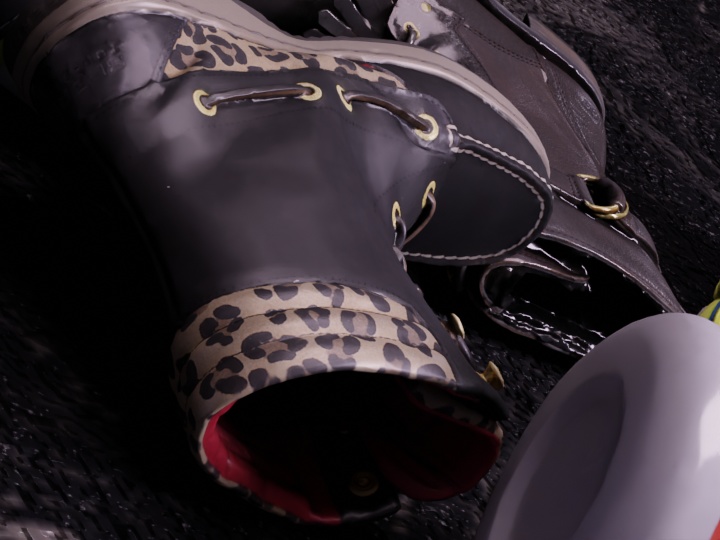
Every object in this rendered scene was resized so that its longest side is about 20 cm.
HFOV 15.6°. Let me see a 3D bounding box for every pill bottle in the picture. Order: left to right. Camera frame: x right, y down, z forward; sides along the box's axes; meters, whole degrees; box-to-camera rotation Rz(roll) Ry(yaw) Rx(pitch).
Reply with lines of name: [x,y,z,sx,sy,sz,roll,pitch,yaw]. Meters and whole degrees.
pill bottle: [0.131,0.102,0.684,0.199,0.113,0.113,30,21,-14]

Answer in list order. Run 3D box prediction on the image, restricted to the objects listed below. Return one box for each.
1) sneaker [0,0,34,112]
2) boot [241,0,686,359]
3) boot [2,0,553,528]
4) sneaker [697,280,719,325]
sneaker: [-0.075,-0.083,0.858,0.083,0.071,0.200,53,23,-9]
boot: [0.032,-0.048,0.921,0.199,0.069,0.175,25,26,-21]
boot: [0.000,0.000,0.741,0.199,0.073,0.151,21,34,-45]
sneaker: [0.182,-0.001,0.994,0.075,0.105,0.200,34,20,-2]
